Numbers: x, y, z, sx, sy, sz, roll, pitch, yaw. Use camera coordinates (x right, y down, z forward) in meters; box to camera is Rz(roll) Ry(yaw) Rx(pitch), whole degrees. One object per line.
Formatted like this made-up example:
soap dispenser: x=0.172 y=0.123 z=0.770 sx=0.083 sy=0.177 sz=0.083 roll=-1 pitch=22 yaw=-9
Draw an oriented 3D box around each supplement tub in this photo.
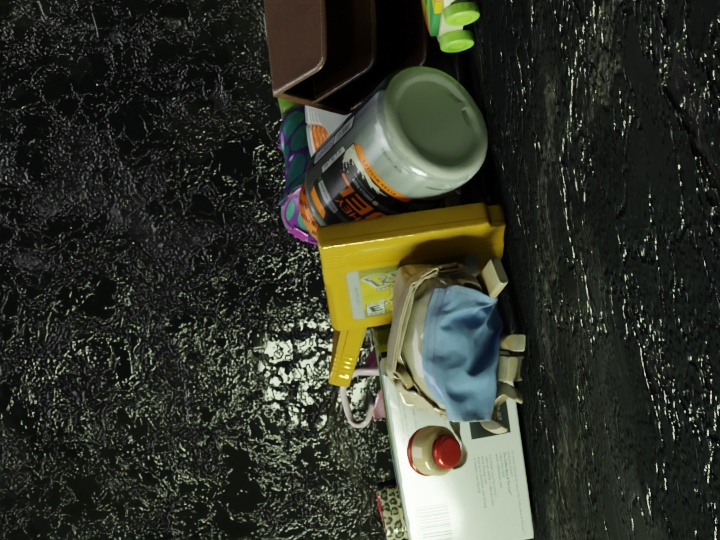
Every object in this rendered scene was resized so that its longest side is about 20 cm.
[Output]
supplement tub: x=0.024 y=-0.099 z=1.332 sx=0.200 sy=0.121 sz=0.124 roll=-41 pitch=53 yaw=53

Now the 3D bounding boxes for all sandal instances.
sandal: x=-0.005 y=-0.151 z=1.536 sx=0.206 sy=0.059 sz=0.080 roll=-158 pitch=60 yaw=-64

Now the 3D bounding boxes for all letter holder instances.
letter holder: x=-0.016 y=-0.280 z=1.364 sx=0.142 sy=0.100 sz=0.202 roll=-24 pitch=66 yaw=44

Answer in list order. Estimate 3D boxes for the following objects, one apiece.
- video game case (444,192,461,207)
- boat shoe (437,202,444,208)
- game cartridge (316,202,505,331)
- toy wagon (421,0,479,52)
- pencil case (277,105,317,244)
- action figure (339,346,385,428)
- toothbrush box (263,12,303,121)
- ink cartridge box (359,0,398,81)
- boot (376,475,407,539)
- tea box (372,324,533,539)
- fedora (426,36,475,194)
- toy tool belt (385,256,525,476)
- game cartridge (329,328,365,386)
video game case: x=0.105 y=-0.088 z=1.713 sx=0.200 sy=0.023 sz=0.184 roll=-111 pitch=12 yaw=-79
boat shoe: x=0.080 y=-0.058 z=1.667 sx=0.067 sy=0.057 sz=0.200 roll=43 pitch=171 yaw=14
game cartridge: x=0.050 y=-0.001 z=1.336 sx=0.200 sy=0.174 sz=0.033 roll=82 pitch=179 yaw=-67
toy wagon: x=0.074 y=-0.293 z=1.236 sx=0.200 sy=0.039 sz=0.157 roll=87 pitch=174 yaw=-79
pencil case: x=-0.059 y=-0.120 z=1.678 sx=0.085 sy=0.092 sz=0.201 roll=41 pitch=-156 yaw=-27
action figure: x=0.071 y=0.096 z=1.687 sx=0.200 sy=0.148 sz=0.135 roll=-34 pitch=74 yaw=52
toothbrush box: x=-0.013 y=-0.267 z=1.728 sx=0.146 sy=0.198 sz=0.087 roll=85 pitch=175 yaw=-71
ink cartridge box: x=0.003 y=-0.322 z=1.455 sx=0.200 sy=0.043 sz=0.198 roll=44 pitch=116 yaw=44
boot: x=0.091 y=0.251 z=1.753 sx=0.074 sy=0.152 sz=0.205 roll=82 pitch=178 yaw=-48
tea box: x=0.094 y=0.163 z=1.462 sx=0.197 sy=0.132 sz=0.202 roll=-99 pitch=0 yaw=-77
fedora: x=0.062 y=-0.176 z=1.438 sx=0.177 sy=0.089 sz=0.202 roll=-103 pitch=4 yaw=-71
toy tool belt: x=0.092 y=0.091 z=1.257 sx=0.122 sy=0.124 sz=0.203 roll=-4 pitch=87 yaw=52
game cartridge: x=0.000 y=0.000 z=1.555 sx=0.177 sy=0.032 sz=0.202 roll=-85 pitch=10 yaw=-58
